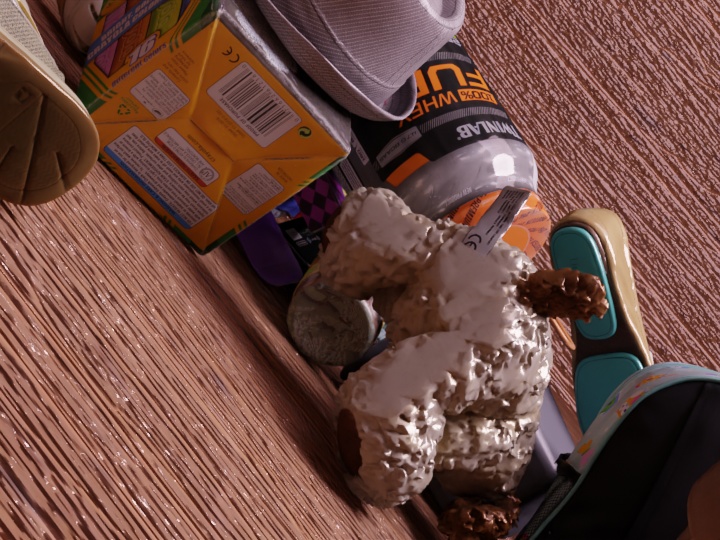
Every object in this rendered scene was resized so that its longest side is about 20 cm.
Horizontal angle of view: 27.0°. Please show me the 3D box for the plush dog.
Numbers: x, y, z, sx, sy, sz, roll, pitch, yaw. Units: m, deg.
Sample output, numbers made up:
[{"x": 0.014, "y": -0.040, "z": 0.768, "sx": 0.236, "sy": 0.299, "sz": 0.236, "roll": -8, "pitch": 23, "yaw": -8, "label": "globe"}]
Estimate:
[{"x": 0.062, "y": 0.061, "z": 0.884, "sx": 0.172, "sy": 0.159, "sz": 0.201, "roll": 80, "pitch": 2, "yaw": -54, "label": "plush dog"}]

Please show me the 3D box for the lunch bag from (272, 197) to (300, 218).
[{"x": -0.099, "y": -0.120, "z": 1.227, "sx": 0.161, "sy": 0.082, "sz": 0.200, "roll": 54, "pitch": 7, "yaw": 6, "label": "lunch bag"}]

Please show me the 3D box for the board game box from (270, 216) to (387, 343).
[{"x": 0.007, "y": 0.010, "z": 1.174, "sx": 0.135, "sy": 0.028, "sz": 0.200, "roll": 49, "pitch": 21, "yaw": 8, "label": "board game box"}]

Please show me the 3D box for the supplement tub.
[{"x": 0.040, "y": -0.086, "z": 1.016, "sx": 0.201, "sy": 0.122, "sz": 0.122, "roll": 60, "pitch": 10, "yaw": 26, "label": "supplement tub"}]

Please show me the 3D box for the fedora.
[{"x": -0.003, "y": -0.192, "z": 0.900, "sx": 0.176, "sy": 0.090, "sz": 0.201, "roll": 16, "pitch": 46, "yaw": -58, "label": "fedora"}]

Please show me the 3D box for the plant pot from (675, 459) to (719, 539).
[{"x": 0.195, "y": 0.213, "z": 0.763, "sx": 0.200, "sy": 0.174, "sz": 0.201, "roll": 40, "pitch": 24, "yaw": -22, "label": "plant pot"}]

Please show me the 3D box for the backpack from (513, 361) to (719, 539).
[{"x": 0.195, "y": 0.158, "z": 0.911, "sx": 0.175, "sy": 0.201, "sz": 0.153, "roll": 33, "pitch": 10, "yaw": 6, "label": "backpack"}]

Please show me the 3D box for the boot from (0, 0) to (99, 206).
[{"x": -0.195, "y": -0.132, "z": 0.625, "sx": 0.200, "sy": 0.072, "sz": 0.155, "roll": 51, "pitch": 4, "yaw": -44, "label": "boot"}]

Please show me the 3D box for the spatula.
[{"x": -0.111, "y": -0.068, "z": 1.076, "sx": 0.200, "sy": 0.021, "sz": 0.056, "roll": 48, "pitch": 26, "yaw": 15, "label": "spatula"}]

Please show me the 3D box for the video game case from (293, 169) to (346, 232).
[{"x": -0.048, "y": -0.142, "z": 1.152, "sx": 0.201, "sy": 0.036, "sz": 0.181, "roll": 65, "pitch": 16, "yaw": -7, "label": "video game case"}]

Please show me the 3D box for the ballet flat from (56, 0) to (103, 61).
[{"x": -0.162, "y": -0.152, "z": 1.047, "sx": 0.200, "sy": 0.069, "sz": 0.063, "roll": 50, "pitch": 20, "yaw": 16, "label": "ballet flat"}]

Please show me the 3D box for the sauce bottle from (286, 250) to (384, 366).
[{"x": 0.000, "y": 0.000, "z": 1.050, "sx": 0.065, "sy": 0.065, "sz": 0.200, "roll": 48, "pitch": 22, "yaw": -8, "label": "sauce bottle"}]

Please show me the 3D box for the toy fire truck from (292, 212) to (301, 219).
[{"x": -0.065, "y": -0.128, "z": 1.416, "sx": 0.128, "sy": 0.199, "sz": 0.177, "roll": -32, "pitch": 92, "yaw": -46, "label": "toy fire truck"}]

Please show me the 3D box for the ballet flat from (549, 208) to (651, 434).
[{"x": 0.190, "y": 0.050, "z": 1.108, "sx": 0.063, "sy": 0.068, "sz": 0.202, "roll": -26, "pitch": 109, "yaw": -50, "label": "ballet flat"}]

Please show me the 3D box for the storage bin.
[{"x": 0.096, "y": 0.106, "z": 1.056, "sx": 0.135, "sy": 0.145, "sz": 0.200, "roll": 62, "pitch": 9, "yaw": 18, "label": "storage bin"}]

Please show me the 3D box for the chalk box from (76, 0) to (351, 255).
[{"x": -0.086, "y": -0.136, "z": 0.939, "sx": 0.125, "sy": 0.123, "sz": 0.201, "roll": 45, "pitch": 26, "yaw": -28, "label": "chalk box"}]
